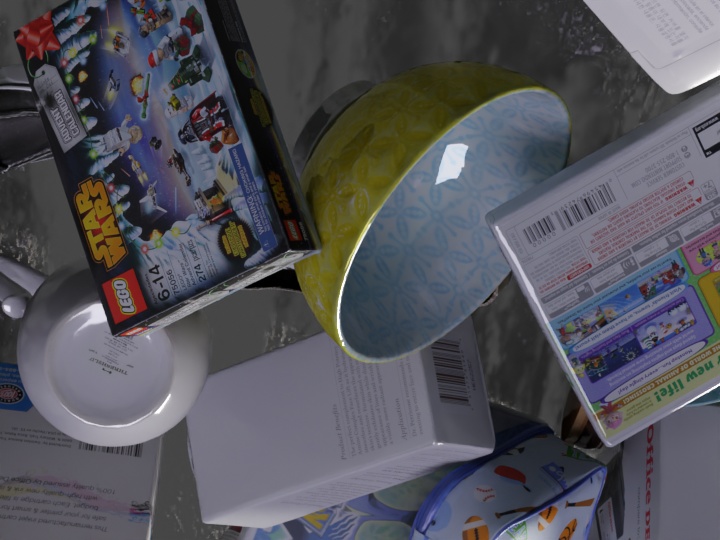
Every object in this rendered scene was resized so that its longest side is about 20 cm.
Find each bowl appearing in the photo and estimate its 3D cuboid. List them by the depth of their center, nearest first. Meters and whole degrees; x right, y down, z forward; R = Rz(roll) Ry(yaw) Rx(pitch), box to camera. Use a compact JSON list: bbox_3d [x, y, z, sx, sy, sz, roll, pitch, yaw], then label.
[{"bbox_3d":[0.022,-0.054,1.573,0.108,0.200,0.200,39,147,28],"label":"bowl"}]

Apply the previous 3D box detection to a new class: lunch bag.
[{"bbox_3d":[0.090,0.208,1.740,0.076,0.160,0.200,31,125,26],"label":"lunch bag"}]

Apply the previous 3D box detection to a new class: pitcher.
[{"bbox_3d":[-0.179,0.036,1.657,0.171,0.200,0.121,21,95,-6],"label":"pitcher"}]

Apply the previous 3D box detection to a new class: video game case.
[{"bbox_3d":[0.200,-0.010,1.597,0.200,0.022,0.182,-30,117,-1],"label":"video game case"},{"bbox_3d":[0.015,0.171,1.809,0.182,0.022,0.200,19,94,-16],"label":"video game case"}]

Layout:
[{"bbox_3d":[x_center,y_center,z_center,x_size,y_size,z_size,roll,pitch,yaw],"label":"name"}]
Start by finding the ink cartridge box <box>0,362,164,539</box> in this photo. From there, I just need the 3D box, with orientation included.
[{"bbox_3d":[-0.220,0.189,1.810,0.147,0.200,0.145,8,138,-3],"label":"ink cartridge box"}]

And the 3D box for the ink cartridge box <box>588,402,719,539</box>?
[{"bbox_3d":[0.209,0.184,1.759,0.084,0.145,0.200,8,157,-11],"label":"ink cartridge box"}]

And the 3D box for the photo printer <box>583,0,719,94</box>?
[{"bbox_3d":[0.213,-0.199,1.439,0.200,0.070,0.166,-26,129,29],"label":"photo printer"}]

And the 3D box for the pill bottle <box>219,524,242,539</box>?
[{"bbox_3d":[-0.084,0.259,1.864,0.110,0.200,0.110,36,165,11],"label":"pill bottle"}]

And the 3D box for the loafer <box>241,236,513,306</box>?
[{"bbox_3d":[0.000,0.000,1.678,0.200,0.070,0.075,7,138,-2],"label":"loafer"}]

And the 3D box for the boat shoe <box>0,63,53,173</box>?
[{"bbox_3d":[-0.251,-0.077,1.622,0.200,0.064,0.071,-8,136,14],"label":"boat shoe"}]

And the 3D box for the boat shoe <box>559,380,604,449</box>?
[{"bbox_3d":[0.183,0.052,1.718,0.070,0.070,0.200,11,138,-5],"label":"boat shoe"}]

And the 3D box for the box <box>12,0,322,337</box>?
[{"bbox_3d":[-0.116,-0.077,1.524,0.137,0.200,0.040,-26,167,29],"label":"box"}]

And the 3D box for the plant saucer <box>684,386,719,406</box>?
[{"bbox_3d":[0.212,-0.010,1.627,0.200,0.027,0.200,-5,115,-12],"label":"plant saucer"}]

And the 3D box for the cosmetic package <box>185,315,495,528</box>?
[{"bbox_3d":[-0.017,0.097,1.707,0.200,0.102,0.074,-21,160,34],"label":"cosmetic package"}]
